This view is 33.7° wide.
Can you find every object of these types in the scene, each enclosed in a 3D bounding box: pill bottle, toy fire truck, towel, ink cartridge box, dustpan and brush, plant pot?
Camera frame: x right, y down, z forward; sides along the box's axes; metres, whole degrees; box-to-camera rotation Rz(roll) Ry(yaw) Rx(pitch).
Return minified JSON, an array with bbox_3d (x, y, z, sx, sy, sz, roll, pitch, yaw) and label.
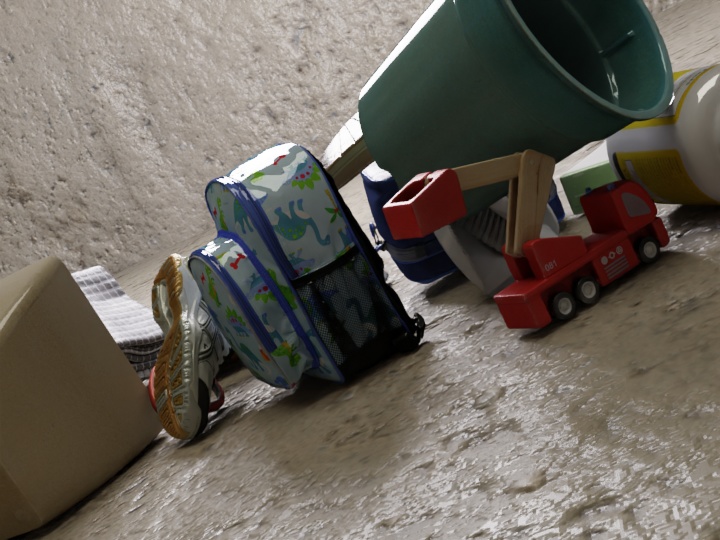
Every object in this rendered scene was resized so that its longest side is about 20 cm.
[{"bbox_3d":[0.285,-0.107,0.944,0.110,0.112,0.200,-28,10,-10],"label":"pill bottle"},{"bbox_3d":[0.128,-0.036,0.885,0.199,0.142,0.049,-30,11,-23],"label":"toy fire truck"},{"bbox_3d":[-0.318,0.073,1.385,0.164,0.086,0.199,26,21,23],"label":"towel"},{"bbox_3d":[0.307,-0.130,1.204,0.145,0.048,0.200,-18,12,42],"label":"ink cartridge box"},{"bbox_3d":[0.088,-0.083,1.073,0.139,0.200,0.057,-34,-20,-44],"label":"dustpan and brush"},{"bbox_3d":[0.110,-0.153,0.958,0.196,0.201,0.200,-37,0,40],"label":"plant pot"},{"bbox_3d":[-0.330,0.141,1.074,0.198,0.201,0.177,-22,20,23],"label":"plant pot"}]

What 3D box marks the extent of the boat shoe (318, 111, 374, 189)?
[{"bbox_3d":[0.040,-0.135,1.134,0.200,0.065,0.072,-41,22,7],"label":"boat shoe"}]

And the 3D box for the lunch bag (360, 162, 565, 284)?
[{"bbox_3d":[0.097,-0.069,1.192,0.198,0.133,0.136,-25,17,-1],"label":"lunch bag"}]

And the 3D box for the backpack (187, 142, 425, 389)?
[{"bbox_3d":[-0.066,-0.001,1.044,0.146,0.202,0.183,-28,10,-17],"label":"backpack"}]

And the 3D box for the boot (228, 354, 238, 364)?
[{"bbox_3d":[-0.135,0.073,1.247,0.198,0.069,0.188,-26,10,11],"label":"boot"}]

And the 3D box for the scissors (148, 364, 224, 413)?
[{"bbox_3d":[-0.177,0.070,1.180,0.072,0.014,0.201,2,41,-16],"label":"scissors"}]

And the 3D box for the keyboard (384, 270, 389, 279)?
[{"bbox_3d":[0.000,0.000,1.239,0.011,0.056,0.200,-55,-2,7],"label":"keyboard"}]

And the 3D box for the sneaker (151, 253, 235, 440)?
[{"bbox_3d":[-0.145,0.071,1.122,0.076,0.087,0.202,-45,38,38],"label":"sneaker"}]
